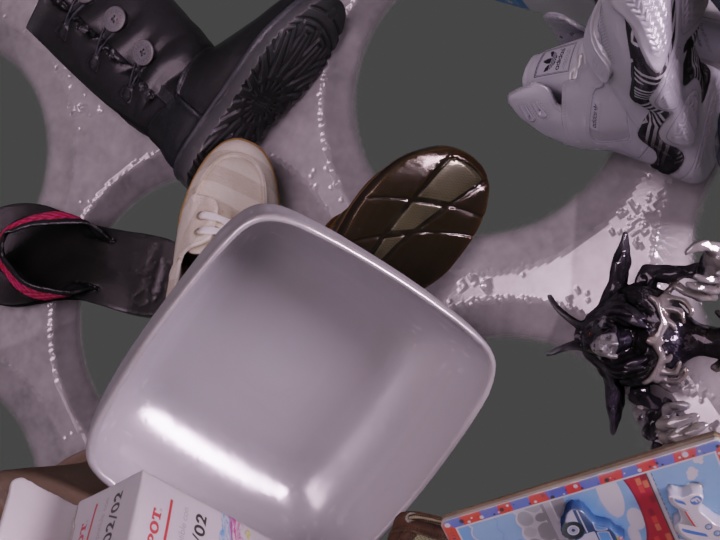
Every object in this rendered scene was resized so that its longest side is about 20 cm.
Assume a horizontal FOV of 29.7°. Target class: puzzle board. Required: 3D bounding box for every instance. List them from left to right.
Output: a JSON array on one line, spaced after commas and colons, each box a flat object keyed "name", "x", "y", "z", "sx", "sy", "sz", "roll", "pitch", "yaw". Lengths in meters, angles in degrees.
[{"name": "puzzle board", "x": 0.148, "y": 0.188, "z": 0.710, "sx": 0.149, "sy": 0.017, "sz": 0.202, "roll": -20, "pitch": 113, "yaw": 17}]

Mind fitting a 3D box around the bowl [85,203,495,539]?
[{"name": "bowl", "x": -0.043, "y": 0.068, "z": 0.804, "sx": 0.201, "sy": 0.198, "sz": 0.075, "roll": -53, "pitch": 24, "yaw": 12}]

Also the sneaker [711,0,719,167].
[{"name": "sneaker", "x": 0.220, "y": -0.087, "z": 0.723, "sx": 0.080, "sy": 0.200, "sz": 0.074, "roll": -21, "pitch": 35, "yaw": 29}]

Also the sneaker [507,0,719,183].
[{"name": "sneaker", "x": 0.134, "y": -0.122, "z": 0.755, "sx": 0.114, "sy": 0.200, "sz": 0.076, "roll": 15, "pitch": 69, "yaw": 30}]

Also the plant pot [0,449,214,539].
[{"name": "plant pot", "x": -0.187, "y": 0.193, "z": 0.818, "sx": 0.198, "sy": 0.174, "sz": 0.204, "roll": -10, "pitch": 69, "yaw": 27}]

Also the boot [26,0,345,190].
[{"name": "boot", "x": -0.126, "y": -0.176, "z": 0.946, "sx": 0.165, "sy": 0.066, "sz": 0.200, "roll": -48, "pitch": 62, "yaw": 5}]

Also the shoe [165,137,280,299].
[{"name": "shoe", "x": -0.092, "y": 0.014, "z": 0.881, "sx": 0.069, "sy": 0.053, "sz": 0.203, "roll": 12, "pitch": 89, "yaw": -13}]

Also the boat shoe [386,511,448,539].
[{"name": "boat shoe", "x": 0.105, "y": 0.166, "z": 0.774, "sx": 0.199, "sy": 0.075, "sz": 0.076, "roll": 1, "pitch": 58, "yaw": 14}]

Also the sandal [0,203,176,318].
[{"name": "sandal", "x": -0.211, "y": -0.009, "z": 0.951, "sx": 0.197, "sy": 0.045, "sz": 0.076, "roll": 6, "pitch": 82, "yaw": 23}]

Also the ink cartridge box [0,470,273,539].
[{"name": "ink cartridge box", "x": -0.102, "y": 0.190, "z": 0.730, "sx": 0.067, "sy": 0.199, "sz": 0.116, "roll": -29, "pitch": 40, "yaw": 38}]

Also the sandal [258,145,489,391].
[{"name": "sandal", "x": 0.000, "y": 0.000, "z": 0.859, "sx": 0.201, "sy": 0.081, "sz": 0.055, "roll": -55, "pitch": 30, "yaw": 14}]

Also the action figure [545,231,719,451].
[{"name": "action figure", "x": 0.191, "y": 0.041, "z": 0.747, "sx": 0.197, "sy": 0.102, "sz": 0.121, "roll": 4, "pitch": 92, "yaw": 21}]

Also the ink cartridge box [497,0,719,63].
[{"name": "ink cartridge box", "x": 0.168, "y": -0.223, "z": 0.819, "sx": 0.198, "sy": 0.084, "sz": 0.147, "roll": 21, "pitch": 86, "yaw": 25}]
